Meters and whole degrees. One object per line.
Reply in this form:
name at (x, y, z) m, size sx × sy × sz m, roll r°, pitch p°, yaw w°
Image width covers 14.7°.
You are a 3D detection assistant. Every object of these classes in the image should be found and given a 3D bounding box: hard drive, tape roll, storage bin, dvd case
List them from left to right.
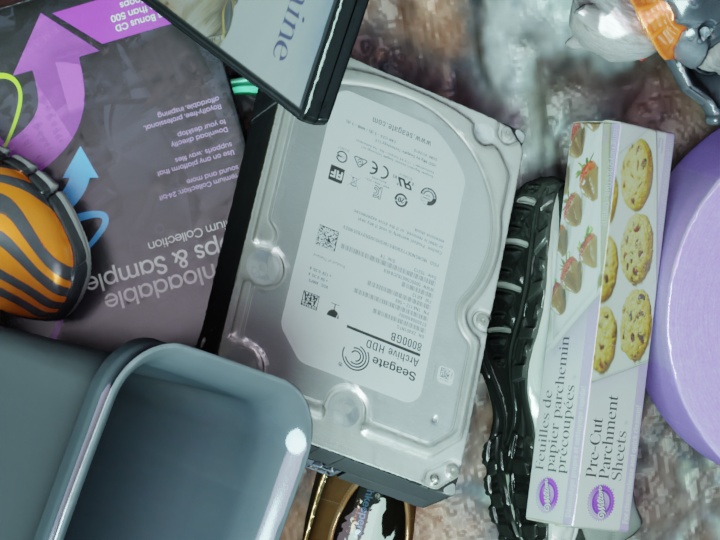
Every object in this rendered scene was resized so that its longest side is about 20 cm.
storage bin at (-0.125, 0.121, 1.238) m, size 0.145 × 0.134 × 0.201 m, roll 21°, pitch 88°, yaw -46°
dvd case at (-0.048, -0.168, 1.277) m, size 0.017 × 0.200 × 0.143 m, roll 8°, pitch 109°, yaw -36°
hard drive at (0.000, 0.000, 1.363) m, size 0.139 × 0.038 × 0.201 m, roll 22°, pitch 67°, yaw -20°
tape roll at (0.238, 0.016, 1.413) m, size 0.199 × 0.066 × 0.202 m, roll -2°, pitch 99°, yaw -14°

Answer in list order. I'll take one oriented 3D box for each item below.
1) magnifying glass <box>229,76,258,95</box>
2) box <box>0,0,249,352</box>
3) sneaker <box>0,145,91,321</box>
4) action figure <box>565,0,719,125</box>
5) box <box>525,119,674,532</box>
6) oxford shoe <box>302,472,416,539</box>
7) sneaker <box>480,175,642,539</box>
magnifying glass at (-0.111, -0.039, 1.417) m, size 0.199 × 0.022 × 0.080 m, roll -20°, pitch 96°, yaw 1°
box at (-0.123, -0.043, 1.389) m, size 0.142 × 0.036 × 0.201 m, roll -17°, pitch 89°, yaw 1°
sneaker at (-0.226, -0.037, 1.329) m, size 0.200 × 0.112 × 0.078 m, roll 36°, pitch 112°, yaw 21°
action figure at (0.173, -0.181, 1.378) m, size 0.193 × 0.105 × 0.200 m, roll -39°, pitch 100°, yaw -7°
box at (0.119, 0.027, 1.373) m, size 0.041 × 0.039 × 0.201 m, roll 10°, pitch 86°, yaw -35°
oxford shoe at (-0.011, 0.186, 1.435) m, size 0.071 × 0.071 × 0.201 m, roll 7°, pitch 100°, yaw -7°
sneaker at (0.104, 0.051, 1.430) m, size 0.079 × 0.074 × 0.202 m, roll -8°, pitch 98°, yaw -26°
